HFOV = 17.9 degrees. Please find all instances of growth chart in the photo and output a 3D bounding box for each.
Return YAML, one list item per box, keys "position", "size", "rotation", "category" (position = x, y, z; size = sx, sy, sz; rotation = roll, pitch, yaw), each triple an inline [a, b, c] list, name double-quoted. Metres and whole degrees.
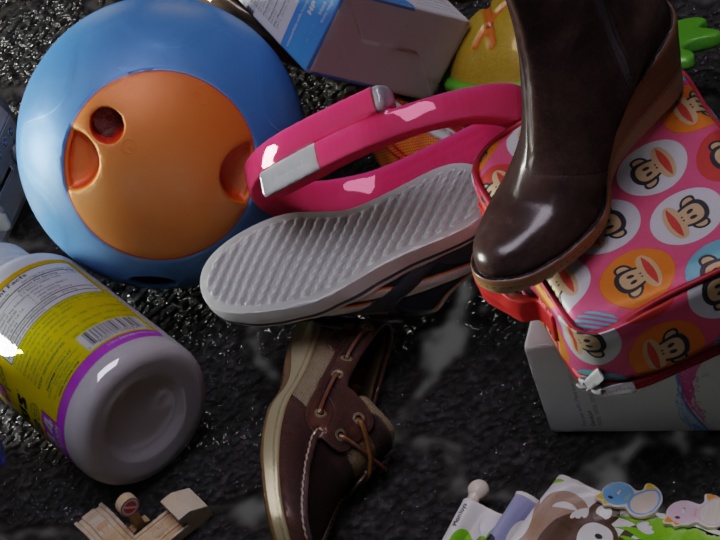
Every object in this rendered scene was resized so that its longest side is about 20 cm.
- position: [0.130, 0.176, 1.334]
  size: [0.199, 0.018, 0.145]
  rotation: [5, 49, 26]
  category: "growth chart"

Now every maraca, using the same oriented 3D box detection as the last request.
- position: [0.150, -0.147, 1.573]
  size: [0.199, 0.107, 0.137]
  rotation: [0, 28, 35]
  category: "maraca"

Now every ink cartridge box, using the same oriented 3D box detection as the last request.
- position: [0.213, 0.020, 1.406]
  size: [0.199, 0.085, 0.145]
  rotation: [-3, 46, 22]
  category: "ink cartridge box"
- position: [-0.026, -0.206, 1.613]
  size: [0.200, 0.116, 0.068]
  rotation: [49, 120, 44]
  category: "ink cartridge box"

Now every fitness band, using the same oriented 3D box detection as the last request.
- position: [0.017, -0.076, 1.458]
  size: [0.200, 0.143, 0.038]
  rotation: [-23, 73, 36]
  category: "fitness band"

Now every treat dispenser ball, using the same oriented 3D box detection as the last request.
- position: [-0.137, -0.088, 1.573]
  size: [0.200, 0.201, 0.201]
  rotation: [-12, 44, 11]
  category: "treat dispenser ball"

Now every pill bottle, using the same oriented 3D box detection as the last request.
- position: [-0.198, 0.054, 1.528]
  size: [0.104, 0.104, 0.200]
  rotation: [-39, 45, -17]
  category: "pill bottle"

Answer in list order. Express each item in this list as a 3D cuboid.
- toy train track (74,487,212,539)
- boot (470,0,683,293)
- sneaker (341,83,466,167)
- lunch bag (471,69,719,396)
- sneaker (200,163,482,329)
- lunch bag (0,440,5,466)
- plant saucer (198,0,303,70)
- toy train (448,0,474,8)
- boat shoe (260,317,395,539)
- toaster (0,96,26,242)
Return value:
- position: [-0.181, 0.200, 1.427]
  size: [0.200, 0.033, 0.115]
  rotation: [-38, 45, -15]
  category: "toy train track"
- position: [0.102, -0.105, 1.280]
  size: [0.072, 0.167, 0.200]
  rotation: [19, 61, 41]
  category: "boot"
- position: [0.033, -0.081, 1.593]
  size: [0.200, 0.073, 0.077]
  rotation: [40, 112, 58]
  category: "sneaker"
- position: [0.152, -0.023, 1.352]
  size: [0.176, 0.082, 0.200]
  rotation: [-25, 43, 0]
  category: "lunch bag"
- position: [0.000, 0.000, 1.473]
  size: [0.199, 0.079, 0.079]
  rotation: [-17, 56, 8]
  category: "sneaker"
- position: [-0.332, 0.113, 1.491]
  size: [0.200, 0.151, 0.094]
  rotation: [-33, 44, -11]
  category: "lunch bag"
- position: [-0.049, -0.193, 1.687]
  size: [0.030, 0.199, 0.200]
  rotation: [-62, 39, 22]
  category: "plant saucer"
- position: [0.108, -0.209, 1.686]
  size: [0.199, 0.056, 0.150]
  rotation: [-17, -1, 11]
  category: "toy train"
- position: [-0.014, 0.101, 1.432]
  size: [0.072, 0.072, 0.200]
  rotation: [-6, 37, 15]
  category: "boat shoe"
- position: [-0.344, -0.054, 1.692]
  size: [0.199, 0.114, 0.130]
  rotation: [-3, 48, 17]
  category: "toaster"
